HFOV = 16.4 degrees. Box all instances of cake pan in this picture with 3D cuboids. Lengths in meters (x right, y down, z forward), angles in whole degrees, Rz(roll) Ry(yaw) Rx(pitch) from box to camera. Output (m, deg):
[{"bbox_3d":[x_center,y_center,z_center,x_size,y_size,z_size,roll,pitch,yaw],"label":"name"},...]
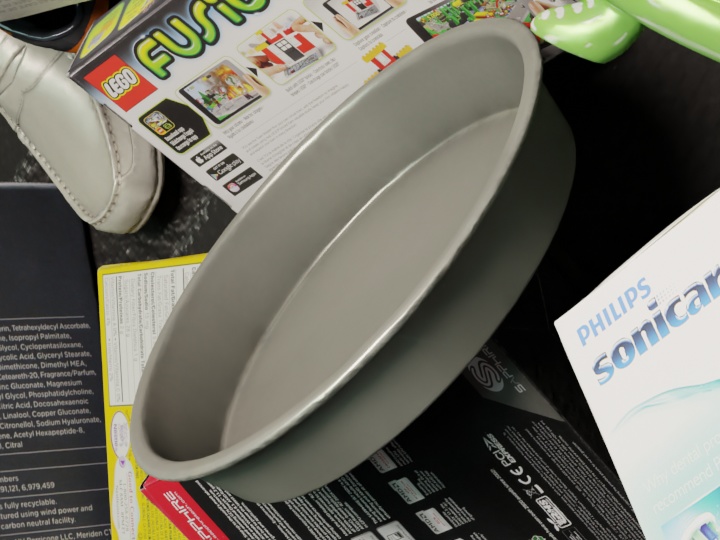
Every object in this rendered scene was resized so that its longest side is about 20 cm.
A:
[{"bbox_3d":[0.000,0.000,0.859,0.200,0.037,0.200,-42,21,20],"label":"cake pan"}]

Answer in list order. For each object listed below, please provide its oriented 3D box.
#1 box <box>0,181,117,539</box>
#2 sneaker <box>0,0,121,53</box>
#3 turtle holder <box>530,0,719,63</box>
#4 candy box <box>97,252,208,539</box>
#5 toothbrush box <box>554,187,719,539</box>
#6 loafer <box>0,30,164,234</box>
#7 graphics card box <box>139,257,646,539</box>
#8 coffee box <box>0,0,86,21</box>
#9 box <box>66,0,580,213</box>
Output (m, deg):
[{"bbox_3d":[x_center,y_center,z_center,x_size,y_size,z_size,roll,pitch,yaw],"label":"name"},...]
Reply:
[{"bbox_3d":[-0.197,0.075,1.154,0.148,0.107,0.201,-22,75,47],"label":"box"},{"bbox_3d":[-0.139,-0.180,1.081,0.078,0.112,0.200,-44,59,39],"label":"sneaker"},{"bbox_3d":[0.151,-0.104,0.739,0.185,0.141,0.132,39,117,42],"label":"turtle holder"},{"bbox_3d":[-0.071,0.094,1.075,0.102,0.026,0.201,-5,87,46],"label":"candy box"},{"bbox_3d":[0.164,0.079,0.724,0.085,0.146,0.201,-42,59,39],"label":"toothbrush box"},{"bbox_3d":[-0.151,-0.097,1.127,0.070,0.070,0.200,-55,53,33],"label":"loafer"},{"bbox_3d":[0.026,0.080,0.903,0.126,0.051,0.200,48,138,-13],"label":"graphics card box"},{"bbox_3d":[-0.121,-0.231,0.931,0.199,0.200,0.198,-13,72,6],"label":"coffee box"},{"bbox_3d":[-0.012,-0.092,0.947,0.200,0.110,0.035,-29,30,44],"label":"box"}]
